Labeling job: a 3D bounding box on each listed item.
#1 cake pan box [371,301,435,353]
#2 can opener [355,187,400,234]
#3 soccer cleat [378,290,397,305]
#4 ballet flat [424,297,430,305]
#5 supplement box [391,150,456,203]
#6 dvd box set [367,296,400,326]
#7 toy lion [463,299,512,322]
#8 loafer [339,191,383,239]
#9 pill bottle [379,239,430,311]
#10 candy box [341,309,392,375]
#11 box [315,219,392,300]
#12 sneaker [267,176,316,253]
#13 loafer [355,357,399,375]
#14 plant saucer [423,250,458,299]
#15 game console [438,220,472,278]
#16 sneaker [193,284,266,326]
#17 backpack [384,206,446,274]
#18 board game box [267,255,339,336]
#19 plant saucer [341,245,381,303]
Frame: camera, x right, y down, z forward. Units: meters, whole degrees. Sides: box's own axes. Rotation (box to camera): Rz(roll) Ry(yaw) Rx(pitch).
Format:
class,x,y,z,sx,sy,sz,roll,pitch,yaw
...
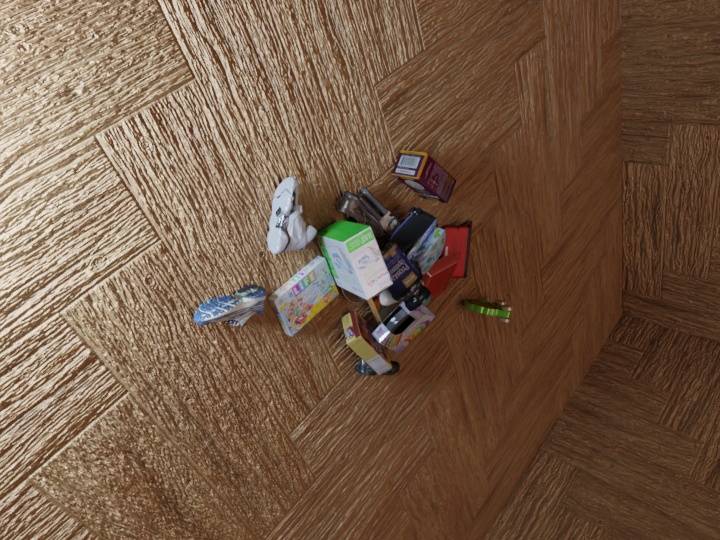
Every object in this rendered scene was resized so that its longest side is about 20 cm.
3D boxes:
class,x,y,z,sx,sy,sz,roll,pitch,yaw
cake pan box,0.142,0.174,1.656,0.184,0.052,0.200,-47,150,2
can opener,0.052,-0.181,1.575,0.053,0.067,0.200,-47,130,4
soccer cleat,0.131,0.056,1.607,0.199,0.085,0.071,-27,109,-53
ballet flat,0.156,0.136,1.764,0.200,0.071,0.069,-48,125,-4
supplement box,0.208,-0.302,1.649,0.199,0.110,0.087,26,85,-47
dvd box set,0.083,0.080,1.673,0.147,0.029,0.201,-55,148,-23
toy lion,0.516,0.152,2.100,0.200,0.189,0.070,-56,159,-82
loafer,-0.005,-0.152,1.520,0.071,0.073,0.200,-50,130,-6
pill bottle,0.115,0.018,1.514,0.200,0.112,0.112,49,64,-5
candy box,0.021,0.230,1.619,0.056,0.117,0.200,-30,130,12
box,-0.019,-0.035,1.408,0.096,0.199,0.178,-30,113,-19
sneaker,-0.173,-0.141,1.339,0.114,0.075,0.203,1,108,-47
loafer,0.070,0.317,1.751,0.199,0.072,0.073,10,92,-48
plant saucer,0.266,0.041,1.821,0.199,0.037,0.201,-25,145,-37
game console,0.364,-0.082,1.956,0.170,0.119,0.203,-2,107,-13
sneaker,-0.317,0.108,1.274,0.199,0.077,0.086,-20,122,-40
backpack,0.183,-0.076,1.647,0.184,0.146,0.200,-51,163,-13
board game box,-0.158,0.072,1.454,0.200,0.034,0.136,-42,130,-28
plant saucer,0.000,0.000,1.592,0.199,0.036,0.203,-17,115,-41
